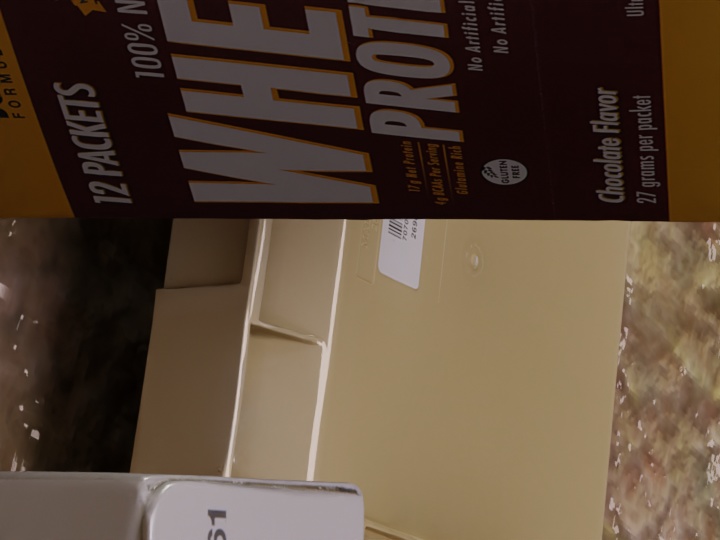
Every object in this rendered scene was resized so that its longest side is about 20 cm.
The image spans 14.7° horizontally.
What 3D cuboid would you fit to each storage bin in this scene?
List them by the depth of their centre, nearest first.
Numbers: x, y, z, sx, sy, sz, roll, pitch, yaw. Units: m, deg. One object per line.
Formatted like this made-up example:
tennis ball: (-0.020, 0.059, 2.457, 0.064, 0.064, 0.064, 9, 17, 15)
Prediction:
storage bin: (0.000, 0.000, 0.880, 0.198, 0.094, 0.201, 26, 67, -51)

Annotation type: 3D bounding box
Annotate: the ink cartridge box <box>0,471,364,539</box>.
ink cartridge box: (-0.100, 0.118, 0.629, 0.085, 0.200, 0.145, 9, 80, -54)

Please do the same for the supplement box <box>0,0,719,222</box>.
supplement box: (0.002, -0.129, 0.729, 0.133, 0.199, 0.198, 78, 15, -55)
